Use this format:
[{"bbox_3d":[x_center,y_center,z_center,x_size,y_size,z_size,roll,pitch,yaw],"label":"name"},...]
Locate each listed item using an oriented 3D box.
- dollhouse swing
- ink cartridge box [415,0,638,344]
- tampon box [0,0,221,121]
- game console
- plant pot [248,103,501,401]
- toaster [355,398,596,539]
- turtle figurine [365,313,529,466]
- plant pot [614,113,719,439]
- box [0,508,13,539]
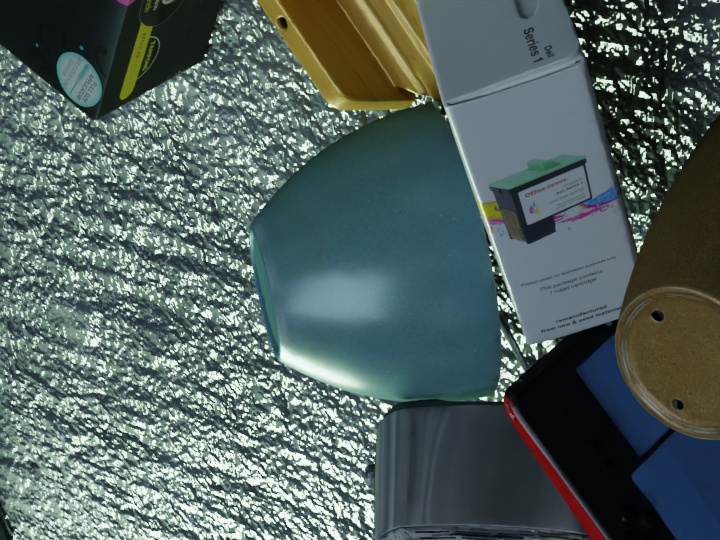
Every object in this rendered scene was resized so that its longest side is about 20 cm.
[{"bbox_3d":[-0.004,-0.181,1.101,0.200,0.176,0.182,-32,93,45],"label":"dollhouse swing"},{"bbox_3d":[0.101,-0.081,1.046,0.084,0.145,0.200,-17,132,6],"label":"ink cartridge box"},{"bbox_3d":[-0.207,-0.239,1.271,0.200,0.126,0.150,38,135,16],"label":"tampon box"},{"bbox_3d":[0.196,0.098,1.087,0.177,0.200,0.031,56,143,-4],"label":"game console"},{"bbox_3d":[0.000,0.000,1.168,0.200,0.134,0.201,168,90,-81],"label":"plant pot"},{"bbox_3d":[0.096,0.162,1.120,0.199,0.130,0.114,1,133,9],"label":"toaster"},{"bbox_3d":[0.110,0.176,1.244,0.193,0.144,0.201,32,135,27],"label":"turtle figurine"},{"bbox_3d":[0.233,0.006,1.000,0.186,0.200,0.187,20,126,30],"label":"plant pot"},{"bbox_3d":[-0.446,0.224,1.732,0.046,0.159,0.201,-4,112,40],"label":"box"}]
